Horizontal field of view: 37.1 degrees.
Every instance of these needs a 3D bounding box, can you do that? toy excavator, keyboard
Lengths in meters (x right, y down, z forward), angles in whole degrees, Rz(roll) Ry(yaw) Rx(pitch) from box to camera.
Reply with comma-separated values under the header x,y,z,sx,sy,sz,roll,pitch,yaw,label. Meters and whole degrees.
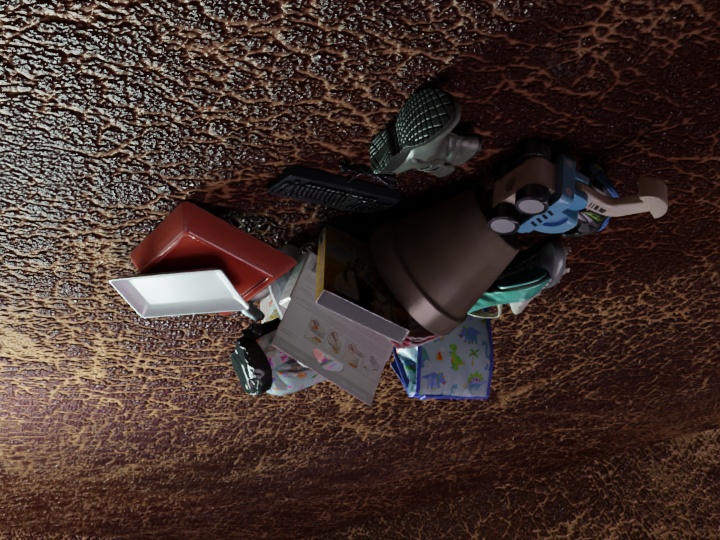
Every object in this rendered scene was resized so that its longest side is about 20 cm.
x,y,z,sx,sy,sz,roll,pitch,yaw,label
0.308,-0.105,1.534,0.200,0.100,0.194,22,147,-24,toy excavator
-0.024,-0.120,1.552,0.200,0.021,0.127,9,152,-36,keyboard

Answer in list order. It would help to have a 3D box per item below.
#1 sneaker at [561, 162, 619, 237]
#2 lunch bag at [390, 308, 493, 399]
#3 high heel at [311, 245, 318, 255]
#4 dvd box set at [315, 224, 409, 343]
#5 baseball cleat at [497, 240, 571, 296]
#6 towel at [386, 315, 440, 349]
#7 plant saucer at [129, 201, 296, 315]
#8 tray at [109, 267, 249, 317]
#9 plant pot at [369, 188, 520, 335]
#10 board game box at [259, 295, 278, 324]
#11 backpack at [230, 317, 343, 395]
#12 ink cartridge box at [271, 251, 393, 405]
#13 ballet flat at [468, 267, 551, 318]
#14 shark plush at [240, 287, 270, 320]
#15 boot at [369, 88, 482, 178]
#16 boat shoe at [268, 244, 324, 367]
x,y,z,sx,sy,sz,roll,pitch,yaw,label
0.344,-0.098,1.645,0.083,0.071,0.200,-24,160,-7,sneaker
0.150,0.141,1.979,0.170,0.200,0.127,4,153,-28,lunch bag
0.000,0.000,1.778,0.200,0.068,0.096,6,150,-36,high heel
0.003,0.017,1.613,0.146,0.200,0.029,27,117,-14,dvd box set
0.292,0.008,1.883,0.106,0.070,0.200,-3,155,-13,baseball cleat
0.042,0.038,1.690,0.030,0.200,0.146,-51,161,26,towel
-0.232,-0.006,1.640,0.200,0.037,0.200,30,141,-23,plant saucer
-0.277,0.030,1.652,0.199,0.022,0.107,-5,141,22,tray
0.140,-0.029,1.634,0.173,0.200,0.200,-37,147,21,plant pot
-0.061,0.051,1.896,0.199,0.046,0.152,3,155,-23,board game box
-0.110,0.138,1.827,0.200,0.127,0.167,-19,172,-19,backpack
-0.040,0.094,1.680,0.200,0.174,0.044,34,150,-21,ink cartridge box
0.245,0.044,1.850,0.200,0.071,0.067,-11,-158,32,ballet flat
-0.230,0.011,1.777,0.199,0.091,0.083,11,137,7,shark plush
0.109,-0.180,1.418,0.130,0.068,0.200,0,163,-29,boot
-0.108,0.060,1.729,0.072,0.201,0.071,-10,175,-13,boat shoe
